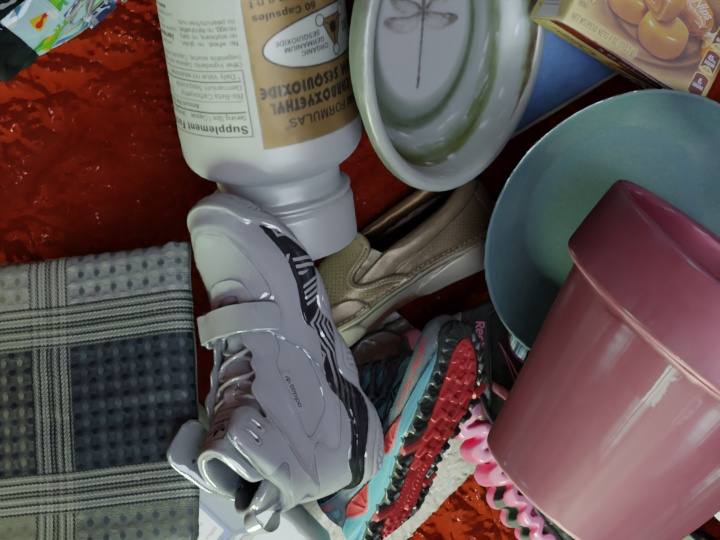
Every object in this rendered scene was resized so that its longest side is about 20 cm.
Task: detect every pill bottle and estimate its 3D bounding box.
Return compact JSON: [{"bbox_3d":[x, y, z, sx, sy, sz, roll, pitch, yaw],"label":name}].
[{"bbox_3d":[-0.059,-0.110,1.431,0.114,0.114,0.200,-12,111,-10],"label":"pill bottle"}]

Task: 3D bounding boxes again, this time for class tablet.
[{"bbox_3d":[0.111,-0.164,1.511,0.200,0.014,0.130,-31,113,-2],"label":"tablet"}]

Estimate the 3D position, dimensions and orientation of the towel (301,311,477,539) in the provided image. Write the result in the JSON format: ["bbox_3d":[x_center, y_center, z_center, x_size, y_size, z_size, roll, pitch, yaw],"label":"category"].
[{"bbox_3d":[-0.005,0.133,1.571,0.133,0.034,0.200,42,94,-22],"label":"towel"}]

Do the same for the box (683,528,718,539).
[{"bbox_3d":[0.205,0.194,1.625,0.200,0.075,0.050,32,100,-23],"label":"box"}]

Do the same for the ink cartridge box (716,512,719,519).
[{"bbox_3d":[0.295,0.117,1.582,0.145,0.088,0.200,-46,126,3],"label":"ink cartridge box"}]

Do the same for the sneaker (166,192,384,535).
[{"bbox_3d":[-0.068,0.057,1.381,0.115,0.075,0.200,-32,98,-45],"label":"sneaker"}]

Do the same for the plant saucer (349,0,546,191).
[{"bbox_3d":[0.044,-0.150,1.433,0.200,0.050,0.200,-22,118,-50],"label":"plant saucer"}]

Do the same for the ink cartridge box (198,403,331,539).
[{"bbox_3d":[-0.135,0.161,1.495,0.145,0.088,0.200,-44,100,2],"label":"ink cartridge box"}]

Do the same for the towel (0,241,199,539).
[{"bbox_3d":[-0.194,0.085,1.431,0.200,0.035,0.193,-6,78,13],"label":"towel"}]

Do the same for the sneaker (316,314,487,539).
[{"bbox_3d":[0.007,0.093,1.466,0.096,0.079,0.200,40,132,16],"label":"sneaker"}]

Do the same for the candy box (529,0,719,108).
[{"bbox_3d":[0.206,-0.219,1.476,0.115,0.055,0.200,28,89,-23],"label":"candy box"}]

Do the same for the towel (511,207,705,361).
[{"bbox_3d":[0.184,-0.004,1.566,0.112,0.049,0.200,21,101,-20],"label":"towel"}]

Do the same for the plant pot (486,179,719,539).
[{"bbox_3d":[0.180,0.074,1.415,0.200,0.200,0.179,33,103,-22],"label":"plant pot"}]

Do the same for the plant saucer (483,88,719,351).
[{"bbox_3d":[0.169,-0.030,1.497,0.201,0.039,0.201,-8,119,-14],"label":"plant saucer"}]

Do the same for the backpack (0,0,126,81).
[{"bbox_3d":[-0.179,-0.223,1.345,0.200,0.163,0.154,-52,152,12],"label":"backpack"}]

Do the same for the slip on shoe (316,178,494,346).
[{"bbox_3d":[0.000,0.000,1.503,0.200,0.076,0.061,-26,118,-8],"label":"slip on shoe"}]

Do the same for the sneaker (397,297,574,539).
[{"bbox_3d":[0.111,0.105,1.522,0.095,0.079,0.200,-34,99,-13],"label":"sneaker"}]
